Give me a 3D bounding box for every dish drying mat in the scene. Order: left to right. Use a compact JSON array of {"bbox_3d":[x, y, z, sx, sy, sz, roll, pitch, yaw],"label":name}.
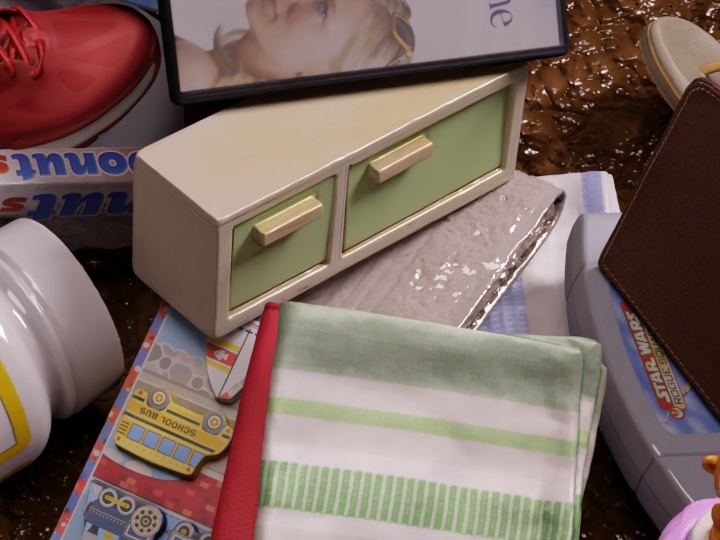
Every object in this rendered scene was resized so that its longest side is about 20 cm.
[{"bbox_3d":[-0.028,0.116,1.155,0.077,0.018,0.201,9,74,10],"label":"dish drying mat"}]

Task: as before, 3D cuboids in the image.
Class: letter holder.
[{"bbox_3d":[0.222,0.009,1.162,0.100,0.142,0.200,-17,56,-31],"label":"letter holder"}]

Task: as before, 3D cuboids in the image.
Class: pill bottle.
[{"bbox_3d":[-0.217,0.064,1.187,0.200,0.114,0.114,-32,57,-25],"label":"pill bottle"}]

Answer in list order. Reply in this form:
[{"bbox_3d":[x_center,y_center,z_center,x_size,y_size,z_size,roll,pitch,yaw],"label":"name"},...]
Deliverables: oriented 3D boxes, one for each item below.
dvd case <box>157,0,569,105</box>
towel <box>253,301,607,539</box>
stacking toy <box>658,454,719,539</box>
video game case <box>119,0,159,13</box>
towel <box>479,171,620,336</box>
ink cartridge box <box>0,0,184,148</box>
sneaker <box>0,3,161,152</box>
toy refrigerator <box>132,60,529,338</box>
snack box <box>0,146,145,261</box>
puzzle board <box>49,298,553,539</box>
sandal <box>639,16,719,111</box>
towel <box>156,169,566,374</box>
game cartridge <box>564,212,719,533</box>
[{"bbox_3d":[-0.001,-0.161,1.200,0.199,0.143,0.018,-9,8,-16],"label":"dvd case"},{"bbox_3d":[0.028,0.120,1.133,0.152,0.023,0.201,7,77,-3],"label":"towel"},{"bbox_3d":[0.159,0.136,1.070,0.116,0.200,0.110,19,52,14],"label":"stacking toy"},{"bbox_3d":[-0.090,-0.221,1.267,0.200,0.045,0.182,19,96,28],"label":"video game case"},{"bbox_3d":[0.043,0.007,1.296,0.199,0.024,0.147,-3,49,-2],"label":"towel"},{"bbox_3d":[-0.215,-0.111,1.353,0.200,0.084,0.146,35,59,24],"label":"ink cartridge box"},{"bbox_3d":[-0.193,-0.104,1.220,0.200,0.116,0.078,-24,57,-15],"label":"sneaker"},{"bbox_3d":[-0.011,-0.049,1.224,0.200,0.076,0.070,-28,51,-33],"label":"toy refrigerator"},{"bbox_3d":[-0.153,-0.032,1.256,0.200,0.072,0.024,-3,57,-27],"label":"snack box"},{"bbox_3d":[-0.030,0.100,1.178,0.200,0.017,0.151,21,80,17],"label":"puzzle board"},{"bbox_3d":[0.227,-0.071,1.323,0.080,0.054,0.200,1,41,-48],"label":"sandal"},{"bbox_3d":[0.000,0.000,1.265,0.132,0.035,0.200,25,53,19],"label":"towel"},{"bbox_3d":[0.174,0.051,1.231,0.133,0.042,0.200,2,49,-23],"label":"game cartridge"}]
